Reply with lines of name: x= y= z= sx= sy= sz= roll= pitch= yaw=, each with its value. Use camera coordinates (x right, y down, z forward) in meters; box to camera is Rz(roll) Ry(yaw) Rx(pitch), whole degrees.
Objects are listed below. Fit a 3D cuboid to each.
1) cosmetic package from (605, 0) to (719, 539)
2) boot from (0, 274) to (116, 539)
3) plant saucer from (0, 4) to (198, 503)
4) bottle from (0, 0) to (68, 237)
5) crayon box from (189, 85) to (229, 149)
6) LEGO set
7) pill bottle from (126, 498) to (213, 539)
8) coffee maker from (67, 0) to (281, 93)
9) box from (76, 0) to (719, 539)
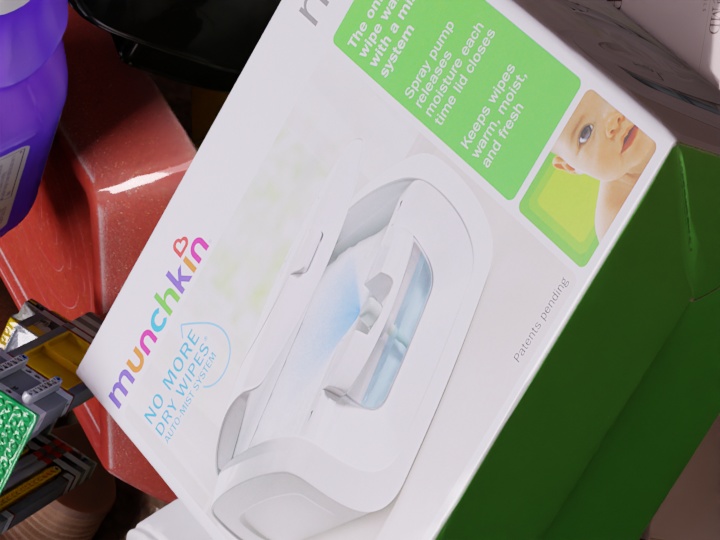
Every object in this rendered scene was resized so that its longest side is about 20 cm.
cosmetic package: x=0.097 y=-0.013 z=0.851 sx=0.082 sy=0.051 sz=0.201 roll=7 pitch=86 yaw=46
boot: x=-0.186 y=0.077 z=1.117 sx=0.155 sy=0.077 sz=0.200 roll=-48 pitch=60 yaw=33
plant saucer: x=-0.116 y=-0.028 z=1.008 sx=0.200 sy=0.037 sz=0.200 roll=56 pitch=156 yaw=37
bottle: x=-0.139 y=-0.072 z=0.876 sx=0.084 sy=0.065 sz=0.200 roll=59 pitch=159 yaw=10
crayon box: x=0.000 y=0.000 z=0.947 sx=0.127 sy=0.051 sz=0.201 roll=-21 pitch=67 yaw=41
LEGO set: x=-0.167 y=0.066 z=0.918 sx=0.153 sy=0.116 sz=0.201 roll=24 pitch=107 yaw=13
pill bottle: x=-0.118 y=0.160 z=0.829 sx=0.112 sy=0.200 sz=0.112 roll=49 pitch=159 yaw=26
coffee maker: x=-0.057 y=-0.178 z=0.939 sx=0.200 sy=0.192 sz=0.135 roll=61 pitch=142 yaw=30
box: x=0.027 y=0.006 z=0.813 sx=0.176 sy=0.097 sz=0.200 roll=46 pitch=113 yaw=40
